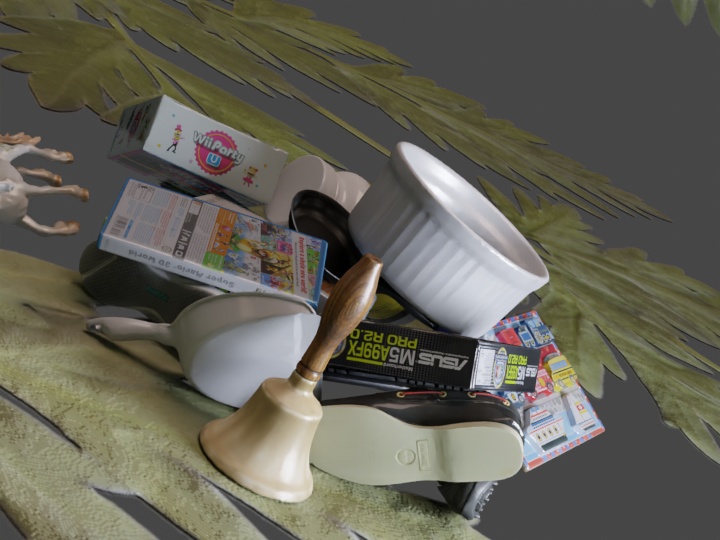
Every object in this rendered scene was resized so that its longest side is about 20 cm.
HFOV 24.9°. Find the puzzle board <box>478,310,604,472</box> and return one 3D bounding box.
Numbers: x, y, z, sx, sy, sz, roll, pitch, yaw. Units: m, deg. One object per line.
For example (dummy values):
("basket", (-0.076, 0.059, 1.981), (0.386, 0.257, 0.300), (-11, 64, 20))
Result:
("puzzle board", (0.177, 0.118, 1.677), (0.200, 0.017, 0.151), (-12, 69, -58))

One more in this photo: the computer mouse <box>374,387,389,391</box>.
("computer mouse", (0.049, 0.093, 1.688), (0.059, 0.034, 0.200), (37, 17, 24))

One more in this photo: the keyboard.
("keyboard", (0.019, 0.102, 1.539), (0.199, 0.021, 0.127), (11, -3, -22))

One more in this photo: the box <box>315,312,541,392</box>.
("box", (0.061, 0.076, 1.477), (0.160, 0.044, 0.200), (8, -2, 22))

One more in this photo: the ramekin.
("ramekin", (0.082, -0.025, 1.612), (0.200, 0.098, 0.201), (39, 15, -12))

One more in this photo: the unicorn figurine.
("unicorn figurine", (-0.323, -0.079, 1.506), (0.137, 0.074, 0.200), (8, 12, -32))

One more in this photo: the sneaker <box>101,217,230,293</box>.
("sneaker", (-0.154, 0.001, 1.542), (0.199, 0.072, 0.083), (22, 6, 9))

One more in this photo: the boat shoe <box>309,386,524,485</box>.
("boat shoe", (0.039, 0.137, 1.386), (0.200, 0.074, 0.063), (2, 27, 4))

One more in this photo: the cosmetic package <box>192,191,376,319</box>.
("cosmetic package", (-0.094, 0.006, 1.629), (0.200, 0.071, 0.101), (33, 17, 11))

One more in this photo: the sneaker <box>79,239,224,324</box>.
("sneaker", (-0.153, 0.030, 1.462), (0.200, 0.071, 0.080), (34, 14, 15))

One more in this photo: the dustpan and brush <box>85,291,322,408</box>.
("dustpan and brush", (-0.132, 0.062, 1.374), (0.199, 0.140, 0.057), (-1, 47, -4))

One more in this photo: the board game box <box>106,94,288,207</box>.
("board game box", (-0.179, -0.123, 1.742), (0.147, 0.065, 0.200), (24, -8, -18))

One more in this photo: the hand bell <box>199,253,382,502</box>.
("hand bell", (-0.037, 0.074, 1.300), (0.104, 0.200, 0.104), (28, 17, -9))

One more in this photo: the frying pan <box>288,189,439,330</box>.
("frying pan", (-0.003, -0.013, 1.631), (0.190, 0.031, 0.115), (30, 35, -34))

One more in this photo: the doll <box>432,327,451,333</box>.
("doll", (0.104, 0.108, 1.663), (0.136, 0.049, 0.200), (25, 33, -22))

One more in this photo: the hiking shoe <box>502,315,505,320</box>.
("hiking shoe", (0.154, 0.098, 1.756), (0.074, 0.087, 0.200), (18, 21, -37))

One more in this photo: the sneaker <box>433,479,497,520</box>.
("sneaker", (0.074, 0.164, 1.477), (0.090, 0.067, 0.200), (25, 14, -6))

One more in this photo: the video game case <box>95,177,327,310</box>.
("video game case", (-0.130, -0.023, 1.481), (0.199, 0.018, 0.143), (18, 23, -5))

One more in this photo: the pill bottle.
("pill bottle", (-0.007, -0.033, 1.737), (0.200, 0.112, 0.113), (40, 8, -36))
